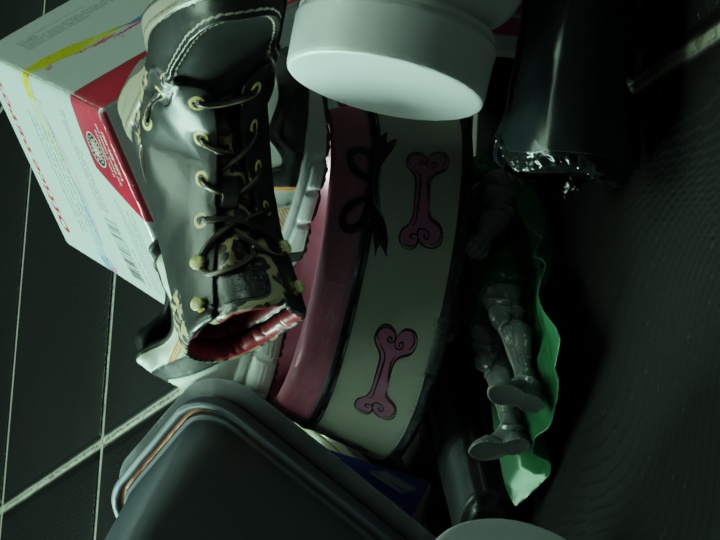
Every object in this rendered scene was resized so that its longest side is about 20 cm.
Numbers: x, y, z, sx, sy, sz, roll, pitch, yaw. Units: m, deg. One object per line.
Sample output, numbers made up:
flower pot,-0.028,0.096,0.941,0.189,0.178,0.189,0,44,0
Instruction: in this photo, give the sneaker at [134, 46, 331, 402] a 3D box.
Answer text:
sneaker,-0.067,-0.023,1.530,0.074,0.080,0.201,-107,31,-74

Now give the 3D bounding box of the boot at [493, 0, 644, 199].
boot,0.118,-0.126,1.355,0.200,0.076,0.169,138,141,-76

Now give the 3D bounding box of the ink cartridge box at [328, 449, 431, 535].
ink cartridge box,-0.023,0.193,1.623,0.044,0.094,0.200,-58,-18,-53

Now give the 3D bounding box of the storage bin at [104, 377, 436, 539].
storage bin,-0.061,0.183,1.522,0.146,0.200,0.134,-48,4,37

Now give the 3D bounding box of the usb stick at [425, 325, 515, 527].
usb stick,0.052,0.079,1.570,0.200,0.033,0.056,-103,7,-51

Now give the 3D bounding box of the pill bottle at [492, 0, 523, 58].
pill bottle,0.064,-0.220,1.519,0.113,0.113,0.201,-135,54,-70

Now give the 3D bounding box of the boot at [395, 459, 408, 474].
boot,-0.016,0.217,1.714,0.200,0.064,0.187,130,145,-55

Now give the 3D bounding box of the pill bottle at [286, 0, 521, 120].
pill bottle,0.030,-0.181,1.382,0.114,0.114,0.201,151,132,-70

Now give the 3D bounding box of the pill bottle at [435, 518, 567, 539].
pill bottle,0.049,0.222,1.382,0.114,0.113,0.200,-103,25,-51

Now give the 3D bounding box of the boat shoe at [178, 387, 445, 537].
boat shoe,-0.019,0.090,1.650,0.200,0.068,0.072,42,140,21

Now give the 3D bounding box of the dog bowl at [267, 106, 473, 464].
dog bowl,0.000,0.000,1.564,0.200,0.074,0.201,-170,90,-80

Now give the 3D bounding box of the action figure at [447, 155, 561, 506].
action figure,0.071,0.010,1.516,0.200,0.055,0.118,-95,17,-48

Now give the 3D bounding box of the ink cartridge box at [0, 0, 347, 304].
ink cartridge box,-0.109,-0.086,1.727,0.200,0.144,0.146,27,144,58

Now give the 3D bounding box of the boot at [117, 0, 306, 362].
boot,-0.066,-0.050,1.417,0.200,0.073,0.151,133,126,-64
